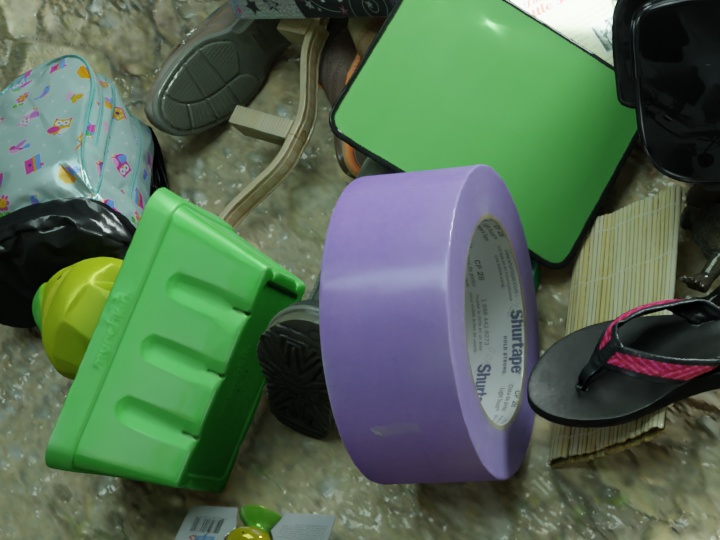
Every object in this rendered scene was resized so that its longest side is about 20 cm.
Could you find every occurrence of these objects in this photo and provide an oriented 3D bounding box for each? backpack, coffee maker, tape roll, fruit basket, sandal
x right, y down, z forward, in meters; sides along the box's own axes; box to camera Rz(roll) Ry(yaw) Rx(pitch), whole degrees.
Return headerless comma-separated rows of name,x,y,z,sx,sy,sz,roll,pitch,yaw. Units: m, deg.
backpack,-0.229,-0.069,1.393,0.166,0.127,0.201,-14,46,17
coffee maker,0.235,-0.168,1.174,0.134,0.193,0.200,-27,5,25
tape roll,0.049,0.036,1.133,0.085,0.200,0.201,-4,52,21
fruit basket,-0.162,0.043,1.236,0.215,0.155,0.217,-3,80,16
sandal,0.198,0.045,1.097,0.199,0.045,0.075,-13,51,8

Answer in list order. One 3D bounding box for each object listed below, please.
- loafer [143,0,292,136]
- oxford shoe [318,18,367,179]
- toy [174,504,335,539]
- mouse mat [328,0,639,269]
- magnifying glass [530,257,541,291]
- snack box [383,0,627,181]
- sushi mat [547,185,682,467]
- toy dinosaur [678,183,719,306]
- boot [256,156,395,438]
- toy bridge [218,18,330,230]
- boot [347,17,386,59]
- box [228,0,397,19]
loafer,-0.113,-0.184,1.482,0.063,0.072,0.200,10,50,50
oxford shoe,0.000,-0.146,1.407,0.073,0.071,0.201,-27,43,39
toy,-0.092,0.244,1.131,0.115,0.047,0.200,0,50,28
mouse mat,0.095,-0.113,1.252,0.200,0.008,0.161,32,72,-1
magnifying glass,0.077,-0.041,1.303,0.079,0.022,0.200,-20,46,4
snack box,0.125,-0.142,1.289,0.200,0.037,0.116,-30,84,-17
sushi mat,0.171,0.036,1.180,0.095,0.012,0.201,-24,41,39
toy dinosaur,0.273,-0.012,1.157,0.200,0.077,0.103,22,78,40
boot,-0.002,-0.001,1.217,0.072,0.182,0.200,28,65,3
toy bridge,-0.070,-0.111,1.385,0.067,0.027,0.201,18,78,37
boot,0.104,-0.159,1.366,0.199,0.072,0.167,-24,65,-25
box,-0.019,-0.271,1.367,0.200,0.115,0.132,7,42,49
